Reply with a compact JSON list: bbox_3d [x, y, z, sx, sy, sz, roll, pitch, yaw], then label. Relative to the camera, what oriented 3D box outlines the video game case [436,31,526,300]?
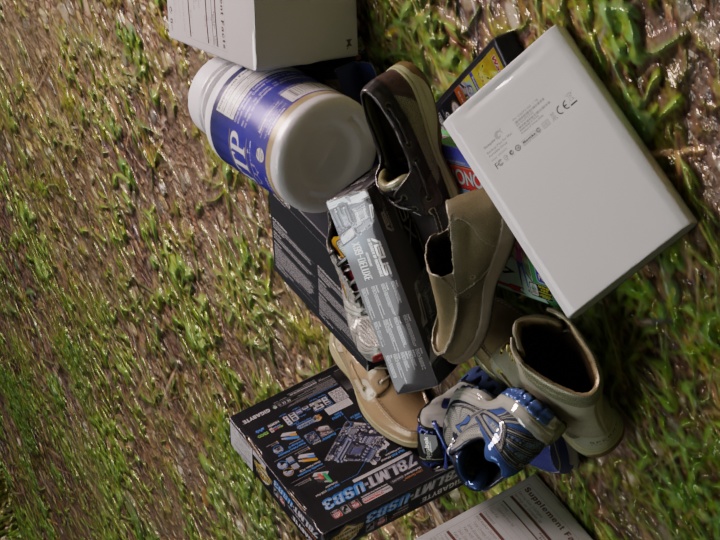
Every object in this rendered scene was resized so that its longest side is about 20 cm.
[{"bbox_3d":[0.140,-0.090,1.607,0.201,0.025,0.181,64,157,8],"label":"video game case"}]

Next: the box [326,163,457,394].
[{"bbox_3d":[0.050,-0.004,1.714,0.050,0.158,0.201,-14,102,28],"label":"box"}]

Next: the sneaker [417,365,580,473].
[{"bbox_3d":[0.122,0.167,1.772,0.199,0.115,0.081,23,133,57],"label":"sneaker"}]

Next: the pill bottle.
[{"bbox_3d":[-0.085,-0.145,1.779,0.200,0.119,0.120,33,141,48],"label":"pill bottle"}]

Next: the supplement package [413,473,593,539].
[{"bbox_3d":[0.127,0.318,1.796,0.117,0.199,0.117,47,150,35],"label":"supplement package"}]

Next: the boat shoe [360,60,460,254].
[{"bbox_3d":[0.044,-0.087,1.627,0.073,0.065,0.201,12,123,60],"label":"boat shoe"}]

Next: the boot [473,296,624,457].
[{"bbox_3d":[0.153,0.069,1.607,0.200,0.072,0.155,45,173,28],"label":"boot"}]

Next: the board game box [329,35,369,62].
[{"bbox_3d":[-0.040,-0.198,1.887,0.200,0.023,0.105,16,129,60],"label":"board game box"}]

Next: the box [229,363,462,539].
[{"bbox_3d":[-0.013,0.198,1.981,0.199,0.199,0.050,47,150,35],"label":"box"}]

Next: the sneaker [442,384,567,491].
[{"bbox_3d":[0.108,0.157,1.630,0.077,0.085,0.200,42,163,-6],"label":"sneaker"}]

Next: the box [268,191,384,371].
[{"bbox_3d":[-0.018,-0.011,1.946,0.200,0.079,0.142,46,153,39],"label":"box"}]

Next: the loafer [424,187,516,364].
[{"bbox_3d":[0.087,0.000,1.579,0.076,0.067,0.201,-92,12,-49],"label":"loafer"}]

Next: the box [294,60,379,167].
[{"bbox_3d":[-0.028,-0.156,1.840,0.200,0.032,0.122,11,122,60],"label":"box"}]

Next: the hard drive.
[{"bbox_3d":[0.169,-0.081,1.463,0.132,0.026,0.201,-40,72,25],"label":"hard drive"}]

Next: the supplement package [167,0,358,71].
[{"bbox_3d":[-0.102,-0.282,1.798,0.200,0.121,0.121,28,124,54],"label":"supplement package"}]

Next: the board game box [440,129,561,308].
[{"bbox_3d":[0.128,-0.049,1.602,0.200,0.029,0.135,21,130,59],"label":"board game box"}]

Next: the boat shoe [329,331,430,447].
[{"bbox_3d":[0.023,0.115,1.987,0.200,0.071,0.065,49,152,36],"label":"boat shoe"}]

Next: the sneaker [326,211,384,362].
[{"bbox_3d":[0.000,0.000,1.777,0.082,0.078,0.201,34,-144,-52],"label":"sneaker"}]
